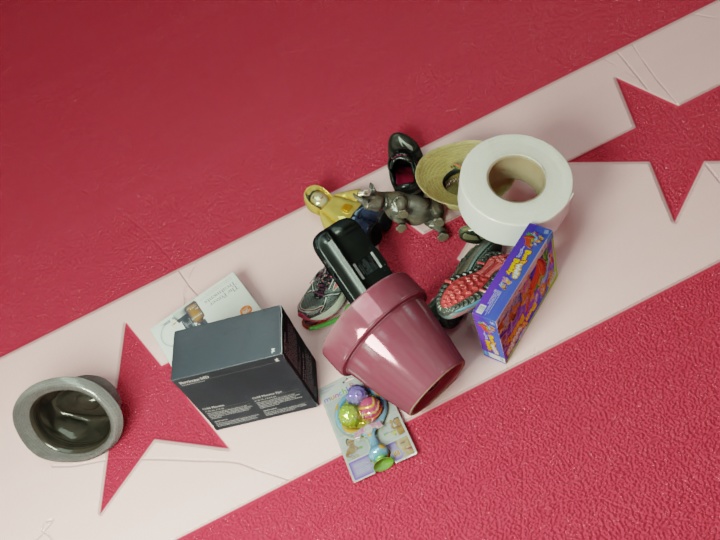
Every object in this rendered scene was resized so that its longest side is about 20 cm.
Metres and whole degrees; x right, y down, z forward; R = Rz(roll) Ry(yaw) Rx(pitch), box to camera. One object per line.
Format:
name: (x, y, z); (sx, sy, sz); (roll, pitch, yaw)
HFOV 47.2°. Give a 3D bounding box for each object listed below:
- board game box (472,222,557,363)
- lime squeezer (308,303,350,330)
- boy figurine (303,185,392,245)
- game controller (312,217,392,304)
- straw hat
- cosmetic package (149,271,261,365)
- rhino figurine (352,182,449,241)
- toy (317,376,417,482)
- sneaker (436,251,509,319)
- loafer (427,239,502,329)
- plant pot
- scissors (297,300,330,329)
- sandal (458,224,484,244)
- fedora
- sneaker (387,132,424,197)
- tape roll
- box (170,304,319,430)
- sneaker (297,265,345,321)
board game box: (0.266, 0.039, 1.396); (0.045, 0.135, 0.200); (22, 64, 30)
lime squeezer: (-0.012, 0.053, 1.524); (0.038, 0.071, 0.200); (16, 62, 48)
boy figurine: (-0.030, -0.123, 1.670); (0.200, 0.064, 0.124); (28, 70, 30)
game controller: (0.000, 0.000, 1.512); (0.104, 0.042, 0.200); (-33, 89, -33)
straw hat: (0.206, -0.161, 1.602); (0.200, 0.085, 0.201); (-2, 48, 3)
cosmetic package: (-0.286, 0.114, 1.586); (0.200, 0.052, 0.151); (-36, 54, -9)
rhino figurine: (0.077, -0.118, 1.579); (0.199, 0.060, 0.088); (13, 37, -17)
toy: (0.004, 0.244, 1.387); (0.115, 0.047, 0.200); (-25, 51, -2)
sneaker: (0.207, 0.047, 1.415); (0.079, 0.096, 0.200); (22, 39, 40)
loafer: (0.184, 0.012, 1.491); (0.063, 0.072, 0.200); (19, 64, 37)
plant pot: (0.067, 0.133, 1.366); (0.200, 0.200, 0.179); (-41, 72, -13)
scissors: (-0.033, 0.042, 1.579); (0.200, 0.014, 0.073); (-32, 48, -7)
sandal: (0.270, -0.104, 1.538); (0.200, 0.080, 0.057); (-23, 72, -10)
fedora: (-0.520, 0.256, 1.510); (0.199, 0.177, 0.090); (-20, 20, 14)
sneaker: (0.093, -0.218, 1.685); (0.077, 0.084, 0.200); (-15, 51, 7)
tape roll: (0.276, -0.145, 1.478); (0.202, 0.071, 0.203); (-1, 60, 1)
box: (-0.195, 0.171, 1.423); (0.199, 0.182, 0.104); (-14, 50, 9)
sneaker: (-0.055, 0.011, 1.553); (0.080, 0.075, 0.200); (22, 63, 32)
